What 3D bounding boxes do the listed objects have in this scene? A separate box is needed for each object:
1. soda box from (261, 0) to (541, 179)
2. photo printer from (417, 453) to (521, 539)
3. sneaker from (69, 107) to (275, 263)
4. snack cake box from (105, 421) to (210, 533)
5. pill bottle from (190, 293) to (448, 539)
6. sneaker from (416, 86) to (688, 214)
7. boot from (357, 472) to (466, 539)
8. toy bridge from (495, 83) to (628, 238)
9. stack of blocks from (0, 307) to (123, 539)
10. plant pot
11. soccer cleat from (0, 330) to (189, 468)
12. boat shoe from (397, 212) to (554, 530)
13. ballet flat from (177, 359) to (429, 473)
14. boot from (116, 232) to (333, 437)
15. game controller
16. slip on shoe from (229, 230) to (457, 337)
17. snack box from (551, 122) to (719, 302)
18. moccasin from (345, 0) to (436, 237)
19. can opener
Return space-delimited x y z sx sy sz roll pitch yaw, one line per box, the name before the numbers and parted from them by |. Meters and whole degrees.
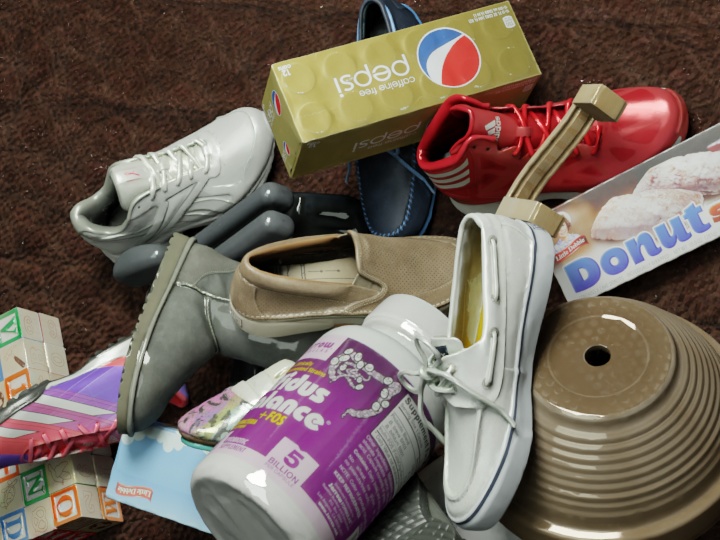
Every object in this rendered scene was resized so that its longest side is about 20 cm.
soda box | 0.030 -0.136 1.180 0.198 0.064 0.068 -18 73 -17
photo printer | 0.112 0.214 1.114 0.165 0.069 0.202 -28 66 21
sneaker | -0.160 -0.072 1.322 0.199 0.099 0.078 -36 63 18
snack cake box | -0.082 0.171 1.210 0.198 0.115 0.068 12 84 31
pill bottle | -0.013 0.109 1.061 0.112 0.113 0.200 22 52 32
sneaker | 0.133 -0.094 1.148 0.198 0.115 0.079 -21 68 24
boot | 0.059 0.217 1.049 0.068 0.200 0.131 -38 105 -3
toy bridge | 0.118 -0.037 1.102 0.201 0.027 0.067 -62 19 -3
stack of blocks | -0.285 0.139 1.368 0.114 0.058 0.202 -25 67 23
plant pot | 0.163 0.085 1.051 0.198 0.093 0.202 -7 49 7
soccer cleat | -0.232 0.121 1.286 0.199 0.068 0.074 -30 80 -26
boat shoe | 0.066 0.060 1.005 0.074 0.085 0.204 -1 75 61
ballet flat | -0.035 0.105 1.147 0.069 0.198 0.072 -138 63 -65
boot | -0.073 0.065 1.203 0.198 0.073 0.184 18 70 0
game controller | -0.049 0.035 1.275 0.103 0.042 0.203 6 81 16
slip on shoe | 0.000 0.000 1.173 0.198 0.061 0.077 -6 49 -12
snack box | 0.224 -0.048 1.126 0.199 0.024 0.072 -27 87 22
moccasin | 0.013 -0.120 1.251 0.080 0.068 0.202 -14 72 27
can opener | -0.130 -0.013 1.292 0.199 0.066 0.053 -28 54 40
